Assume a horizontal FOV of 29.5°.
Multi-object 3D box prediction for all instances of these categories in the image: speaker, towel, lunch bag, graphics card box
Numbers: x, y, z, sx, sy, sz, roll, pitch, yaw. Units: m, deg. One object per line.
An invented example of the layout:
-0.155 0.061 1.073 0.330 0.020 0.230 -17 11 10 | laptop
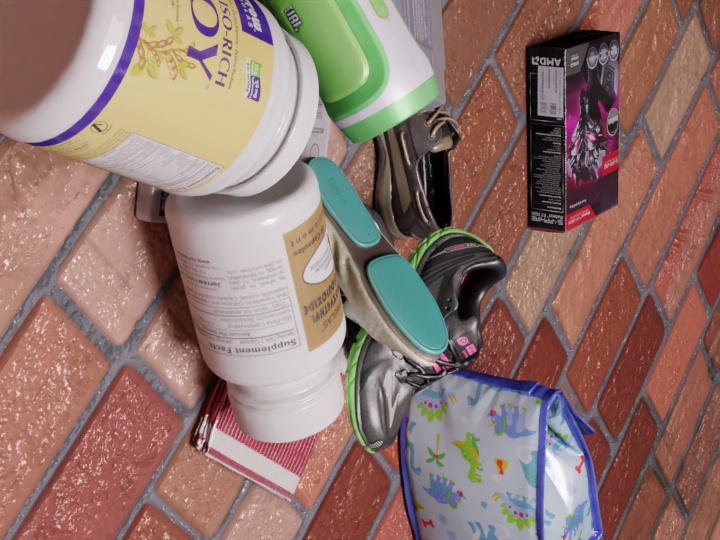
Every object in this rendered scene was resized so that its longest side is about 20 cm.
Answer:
-0.024 -0.195 0.980 0.088 0.088 0.200 -40 104 -41 | speaker
-0.062 0.082 1.166 0.144 0.023 0.201 40 67 -50 | towel
0.132 0.185 1.326 0.127 0.170 0.201 -40 127 -40 | lunch bag
0.231 -0.151 1.473 0.125 0.051 0.201 -23 116 -48 | graphics card box

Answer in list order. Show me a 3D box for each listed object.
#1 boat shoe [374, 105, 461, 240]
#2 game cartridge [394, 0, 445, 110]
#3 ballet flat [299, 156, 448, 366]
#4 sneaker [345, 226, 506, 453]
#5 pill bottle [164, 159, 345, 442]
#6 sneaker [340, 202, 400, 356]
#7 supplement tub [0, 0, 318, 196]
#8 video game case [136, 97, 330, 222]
0.056 -0.123 1.225 0.074 0.073 0.201 -30 121 -46 | boat shoe
0.023 -0.244 1.139 0.130 0.038 0.201 23 60 -56 | game cartridge
0.000 0.000 1.077 0.067 0.062 0.200 -12 64 -45 | ballet flat
0.053 0.056 1.102 0.201 0.084 0.077 -62 146 -12 | sneaker
-0.071 0.024 1.032 0.114 0.114 0.201 -40 130 -41 | pill bottle
0.015 0.015 1.182 0.079 0.074 0.201 -61 148 -37 | sneaker
-0.137 -0.131 0.895 0.200 0.145 0.146 17 85 -49 | supplement tub
-0.093 -0.108 1.078 0.200 0.018 0.144 -1 100 -53 | video game case
